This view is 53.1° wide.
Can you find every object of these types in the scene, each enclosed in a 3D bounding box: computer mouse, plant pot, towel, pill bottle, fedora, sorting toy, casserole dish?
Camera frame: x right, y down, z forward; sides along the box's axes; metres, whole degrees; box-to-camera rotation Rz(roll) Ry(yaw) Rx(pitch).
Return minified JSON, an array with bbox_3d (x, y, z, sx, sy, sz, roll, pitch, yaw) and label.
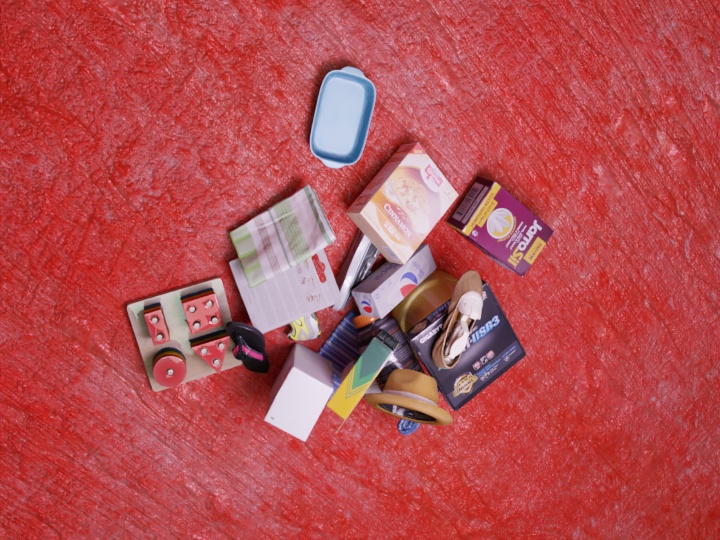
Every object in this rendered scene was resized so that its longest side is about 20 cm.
[{"bbox_3d":[0.046,0.254,1.641,0.197,0.044,0.112,10,109,-30],"label":"computer mouse"},{"bbox_3d":[0.189,0.122,1.592,0.196,0.189,0.205,-5,106,-17],"label":"plant pot"},{"bbox_3d":[0.132,0.310,1.624,0.048,0.200,0.113,32,94,8],"label":"towel"},{"bbox_3d":[0.058,0.177,1.571,0.105,0.106,0.203,-28,89,-8],"label":"pill bottle"},{"bbox_3d":[-0.159,-0.071,1.436,0.197,0.151,0.031,-29,148,4],"label":"towel"},{"bbox_3d":[0.101,0.249,1.444,0.198,0.200,0.083,24,70,-22],"label":"fedora"},{"bbox_3d":[-0.357,0.141,1.485,0.196,0.070,0.203,-17,110,-13],"label":"sorting toy"},{"bbox_3d":[-0.027,0.205,1.636,0.144,0.024,0.201,37,92,-23],"label":"towel"},{"bbox_3d":[-0.040,-0.313,1.473,0.119,0.039,0.204,9,103,-20],"label":"casserole dish"}]

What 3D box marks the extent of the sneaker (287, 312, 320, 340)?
[{"bbox_3d":[-0.145,0.061,1.530,0.075,0.075,0.204,-18,105,-2],"label":"sneaker"}]

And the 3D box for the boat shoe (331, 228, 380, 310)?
[{"bbox_3d":[0.000,0.000,1.557,0.070,0.072,0.203,23,95,-18],"label":"boat shoe"}]

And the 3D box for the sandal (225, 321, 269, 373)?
[{"bbox_3d":[-0.231,0.172,1.492,0.073,0.046,0.202,6,143,13],"label":"sandal"}]

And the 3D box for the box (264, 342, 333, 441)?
[{"bbox_3d":[-0.126,0.249,1.511,0.096,0.200,0.126,28,96,-6],"label":"box"}]

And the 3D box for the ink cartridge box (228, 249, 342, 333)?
[{"bbox_3d":[-0.151,0.023,1.476,0.197,0.057,0.165,-21,92,4],"label":"ink cartridge box"}]

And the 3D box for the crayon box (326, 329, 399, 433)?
[{"bbox_3d":[-0.002,0.221,1.464,0.051,0.126,0.202,35,97,6],"label":"crayon box"}]

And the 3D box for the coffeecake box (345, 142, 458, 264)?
[{"bbox_3d":[0.090,-0.142,1.521,0.154,0.073,0.201,46,73,-23],"label":"coffeecake box"}]

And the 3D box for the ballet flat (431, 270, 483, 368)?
[{"bbox_3d":[0.196,0.102,1.398,0.067,0.072,0.203,21,97,-18],"label":"ballet flat"}]

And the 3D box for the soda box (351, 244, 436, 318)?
[{"bbox_3d":[0.075,0.019,1.546,0.199,0.068,0.064,-40,117,-34],"label":"soda box"}]

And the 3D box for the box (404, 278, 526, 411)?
[{"bbox_3d":[0.219,0.153,1.483,0.198,0.050,0.200,-35,114,-7],"label":"box"}]

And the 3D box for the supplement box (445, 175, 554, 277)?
[{"bbox_3d":[0.311,-0.098,1.613,0.198,0.103,0.132,33,93,-24],"label":"supplement box"}]
